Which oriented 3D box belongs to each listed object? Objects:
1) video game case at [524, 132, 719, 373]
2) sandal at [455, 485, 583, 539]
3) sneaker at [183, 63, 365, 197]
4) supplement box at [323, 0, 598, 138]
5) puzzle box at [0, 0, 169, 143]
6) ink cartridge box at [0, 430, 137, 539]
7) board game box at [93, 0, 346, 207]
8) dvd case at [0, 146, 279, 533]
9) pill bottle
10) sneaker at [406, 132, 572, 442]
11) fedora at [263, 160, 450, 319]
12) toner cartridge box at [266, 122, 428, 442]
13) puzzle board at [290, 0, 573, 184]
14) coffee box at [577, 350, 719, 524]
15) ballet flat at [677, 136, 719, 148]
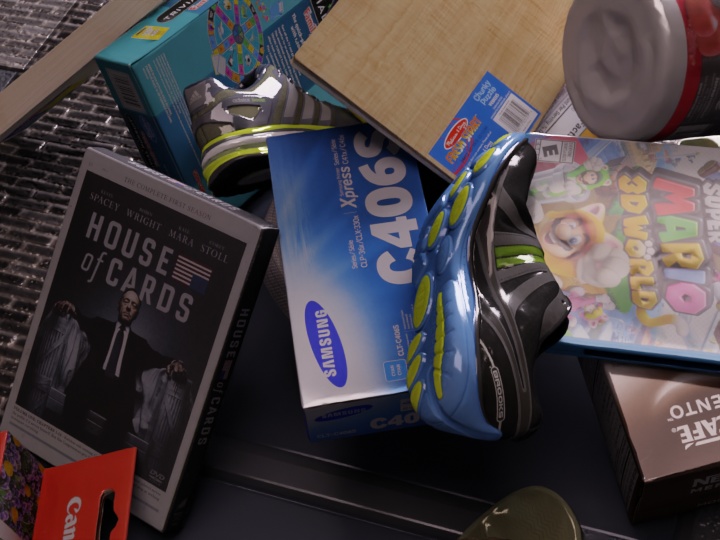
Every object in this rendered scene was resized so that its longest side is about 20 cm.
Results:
[{"bbox_3d":[0.186,-0.011,0.754,0.198,0.018,0.144,6,62,12],"label":"video game case"},{"bbox_3d":[0.049,0.192,0.711,0.200,0.058,0.080,-36,53,-22],"label":"sandal"},{"bbox_3d":[-0.048,-0.110,0.929,0.199,0.074,0.081,-14,77,-56],"label":"sneaker"},{"bbox_3d":[0.076,-0.136,0.907,0.200,0.110,0.109,43,60,2],"label":"supplement box"},{"bbox_3d":[-0.215,-0.164,0.987,0.199,0.025,0.133,-36,11,13],"label":"puzzle box"},{"bbox_3d":[-0.237,0.158,0.765,0.198,0.051,0.110,-14,47,13],"label":"ink cartridge box"},{"bbox_3d":[-0.086,-0.148,0.967,0.047,0.152,0.200,20,52,41],"label":"board game box"},{"bbox_3d":[-0.143,0.041,0.810,0.149,0.025,0.202,24,101,27],"label":"dvd case"},{"bbox_3d":[0.241,-0.145,0.837,0.198,0.111,0.111,-8,45,-26],"label":"pill bottle"},{"bbox_3d":[0.076,0.009,0.718,0.082,0.071,0.201,24,51,-19],"label":"sneaker"},{"bbox_3d":[0.026,0.005,0.858,0.177,0.091,0.200,-39,62,-23],"label":"fedora"},{"bbox_3d":[0.000,0.000,0.780,0.094,0.043,0.201,-10,55,-2],"label":"toner cartridge box"},{"bbox_3d":[0.064,-0.154,0.839,0.150,0.017,0.201,37,61,-3],"label":"puzzle board"},{"bbox_3d":[0.191,0.038,0.783,0.112,0.080,0.201,-14,61,-1],"label":"coffee box"},{"bbox_3d":[0.268,-0.093,0.923,0.070,0.068,0.201,23,57,16],"label":"ballet flat"}]
